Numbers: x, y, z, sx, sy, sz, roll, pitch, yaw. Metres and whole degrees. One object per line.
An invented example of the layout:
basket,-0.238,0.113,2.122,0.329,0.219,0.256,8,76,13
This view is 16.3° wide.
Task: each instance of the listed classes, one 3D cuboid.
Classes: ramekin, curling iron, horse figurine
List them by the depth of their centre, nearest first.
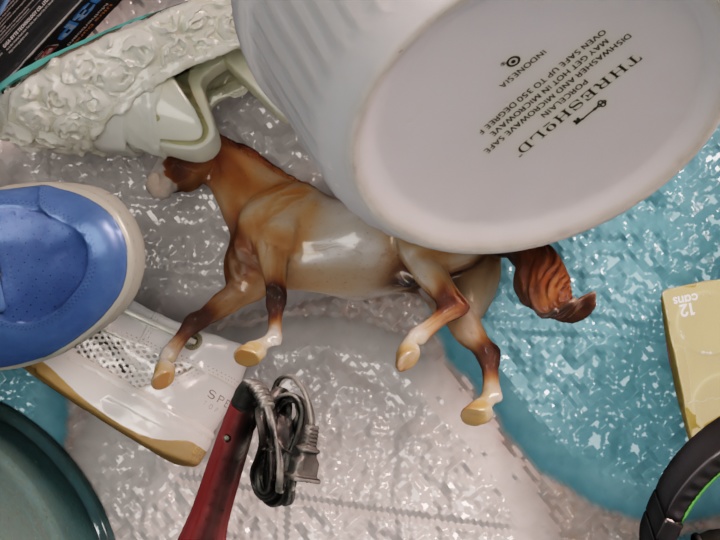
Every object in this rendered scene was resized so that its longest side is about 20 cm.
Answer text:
ramekin,0.056,-0.093,0.957,0.202,0.203,0.095,-26,51,6
curling iron,-0.064,0.124,1.017,0.050,0.025,0.201,57,133,40
horse figurine,0.000,0.000,1.030,0.199,0.133,0.050,4,132,9

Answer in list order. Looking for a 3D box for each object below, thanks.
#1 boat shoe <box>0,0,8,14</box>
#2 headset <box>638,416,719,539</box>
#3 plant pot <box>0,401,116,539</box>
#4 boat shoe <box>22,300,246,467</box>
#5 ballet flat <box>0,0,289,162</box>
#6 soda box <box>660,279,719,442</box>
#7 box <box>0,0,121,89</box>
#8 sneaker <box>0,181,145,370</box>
boat shoe,-0.183,-0.113,0.996,0.084,0.069,0.200,33,114,-11
headset,0.164,0.147,0.984,0.123,0.094,0.201,11,114,-8
plant pot,-0.211,0.143,0.998,0.199,0.196,0.201,0,87,7
boat shoe,-0.136,0.005,1.062,0.199,0.071,0.070,32,85,5
ballet flat,-0.055,-0.085,1.037,0.199,0.072,0.072,-25,83,-2
soda box,0.223,0.022,1.007,0.199,0.064,0.068,-11,87,8
box,-0.166,-0.162,1.054,0.200,0.046,0.159,-43,82,23
sneaker,-0.189,0.013,0.971,0.199,0.111,0.077,-7,96,18
